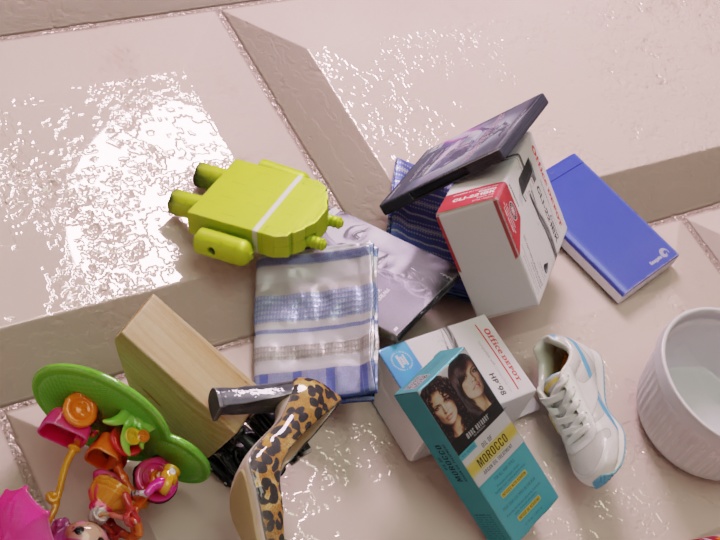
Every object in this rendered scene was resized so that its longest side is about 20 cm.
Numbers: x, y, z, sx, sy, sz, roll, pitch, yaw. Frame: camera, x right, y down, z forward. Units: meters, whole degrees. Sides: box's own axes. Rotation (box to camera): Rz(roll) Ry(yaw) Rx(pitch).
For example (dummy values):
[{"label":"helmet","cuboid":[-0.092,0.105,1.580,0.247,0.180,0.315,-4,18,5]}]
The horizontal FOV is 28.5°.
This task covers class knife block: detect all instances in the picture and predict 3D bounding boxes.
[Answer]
[{"label":"knife block","cuboid":[-0.143,0.132,1.431,0.173,0.202,0.064,9,41,25]}]

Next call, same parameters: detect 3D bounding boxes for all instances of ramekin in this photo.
[{"label":"ramekin","cuboid":[0.425,0.155,1.694,0.197,0.106,0.202,12,49,-14]}]

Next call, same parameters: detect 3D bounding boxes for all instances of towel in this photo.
[{"label":"towel","cuboid":[0.102,-0.050,1.779,0.143,0.024,0.202,16,48,-11]},{"label":"towel","cuboid":[-0.050,0.059,1.577,0.145,0.024,0.202,-6,57,8]}]

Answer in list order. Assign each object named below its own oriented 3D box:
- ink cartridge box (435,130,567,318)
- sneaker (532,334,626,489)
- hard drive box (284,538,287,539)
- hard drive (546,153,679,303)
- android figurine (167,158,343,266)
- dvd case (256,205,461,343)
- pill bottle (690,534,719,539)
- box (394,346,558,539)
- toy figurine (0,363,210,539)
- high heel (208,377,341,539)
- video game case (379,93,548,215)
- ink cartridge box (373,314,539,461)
[{"label":"ink cartridge box","cuboid":[0.174,-0.058,1.702,0.146,0.083,0.200,66,27,-21]},{"label":"sneaker","cuboid":[0.244,0.161,1.621,0.080,0.077,0.201,27,34,-30]},{"label":"hard drive box","cuboid":[-0.042,0.360,1.348,0.198,0.077,0.157,23,47,-4]},{"label":"hard drive","cuboid":[0.312,-0.059,1.874,0.131,0.025,0.200,-29,68,-38]},{"label":"android figurine","cuboid":[-0.118,-0.070,1.650,0.197,0.041,0.183,16,41,16]},{"label":"dvd case","cuboid":[0.000,0.000,1.657,0.198,0.016,0.149,25,45,25]},{"label":"pill bottle","cuboid":[0.328,0.347,1.491,0.197,0.113,0.114,-5,55,-26]},{"label":"box","cuboid":[0.125,0.188,1.512,0.082,0.049,0.201,-40,103,-30]},{"label":"toy figurine","cuboid":[-0.262,0.220,1.342,0.199,0.150,0.185,33,54,-13]},{"label":"high heel","cuboid":[-0.060,0.196,1.376,0.141,0.072,0.202,-2,60,-29]},{"label":"video game case","cuboid":[0.125,-0.141,1.728,0.019,0.199,0.143,53,44,-13]},{"label":"ink cartridge box","cuboid":[0.115,0.125,1.611,0.198,0.067,0.116,-17,60,-32]}]
